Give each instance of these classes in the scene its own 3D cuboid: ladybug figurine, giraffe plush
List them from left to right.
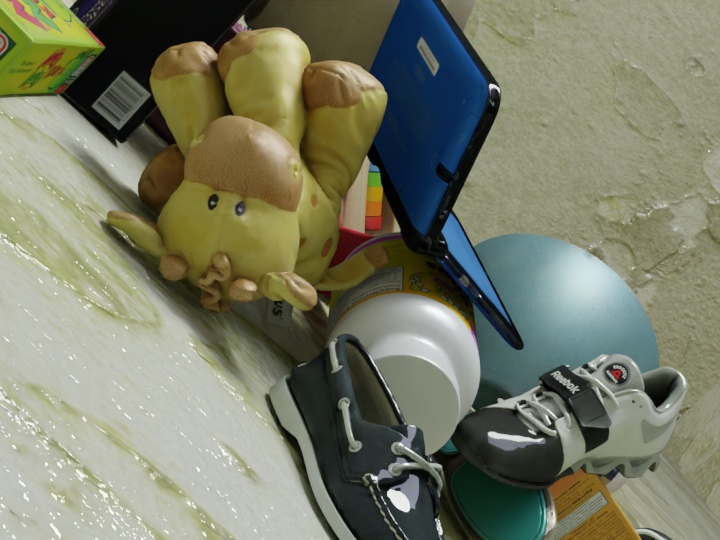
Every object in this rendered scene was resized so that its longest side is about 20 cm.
[{"bbox_3d":[-0.074,-0.043,0.916,0.162,0.172,0.201,-44,126,-73],"label":"giraffe plush"},{"bbox_3d":[-0.013,-0.071,1.320,0.072,0.201,0.136,6,2,21],"label":"ladybug figurine"}]

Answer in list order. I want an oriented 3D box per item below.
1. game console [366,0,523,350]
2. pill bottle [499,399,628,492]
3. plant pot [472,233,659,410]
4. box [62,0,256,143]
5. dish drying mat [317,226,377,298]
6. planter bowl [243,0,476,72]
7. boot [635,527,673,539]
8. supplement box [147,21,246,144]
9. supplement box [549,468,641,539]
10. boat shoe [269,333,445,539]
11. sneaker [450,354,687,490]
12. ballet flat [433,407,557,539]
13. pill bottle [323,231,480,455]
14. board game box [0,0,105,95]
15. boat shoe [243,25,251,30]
[{"bbox_3d":[0.072,-0.075,1.023,0.118,0.171,0.200,14,27,-22],"label":"game console"},{"bbox_3d":[0.204,0.162,1.480,0.111,0.111,0.200,51,8,35],"label":"pill bottle"},{"bbox_3d":[0.123,0.089,1.202,0.200,0.200,0.135,46,42,0],"label":"plant pot"},{"bbox_3d":[-0.141,-0.207,1.104,0.079,0.200,0.141,41,8,-21],"label":"box"},{"bbox_3d":[0.000,0.000,1.186,0.200,0.018,0.077,20,-45,61],"label":"dish drying mat"},{"bbox_3d":[-0.008,-0.217,1.162,0.134,0.201,0.200,23,14,-19],"label":"planter bowl"},{"bbox_3d":[0.349,0.340,1.528,0.200,0.072,0.144,45,4,16],"label":"boot"},{"bbox_3d":[-0.142,-0.172,1.280,0.200,0.110,0.086,45,7,-11],"label":"supplement box"},{"bbox_3d":[0.163,0.188,1.144,0.200,0.069,0.067,50,2,-42],"label":"supplement box"},{"bbox_3d":[0.008,0.104,0.804,0.076,0.060,0.200,41,9,-42],"label":"boat shoe"},{"bbox_3d":[0.145,0.093,1.014,0.199,0.089,0.074,-1,36,-42],"label":"sneaker"},{"bbox_3d":[0.084,0.144,1.050,0.200,0.067,0.062,56,-8,47],"label":"ballet flat"},{"bbox_3d":[0.027,0.051,1.001,0.104,0.104,0.200,45,15,-13],"label":"pill bottle"},{"bbox_3d":[-0.231,-0.162,0.936,0.102,0.048,0.200,46,6,-4],"label":"board game box"},{"bbox_3d":[-0.118,-0.192,1.386,0.066,0.075,0.199,29,-29,-19],"label":"boat shoe"}]
